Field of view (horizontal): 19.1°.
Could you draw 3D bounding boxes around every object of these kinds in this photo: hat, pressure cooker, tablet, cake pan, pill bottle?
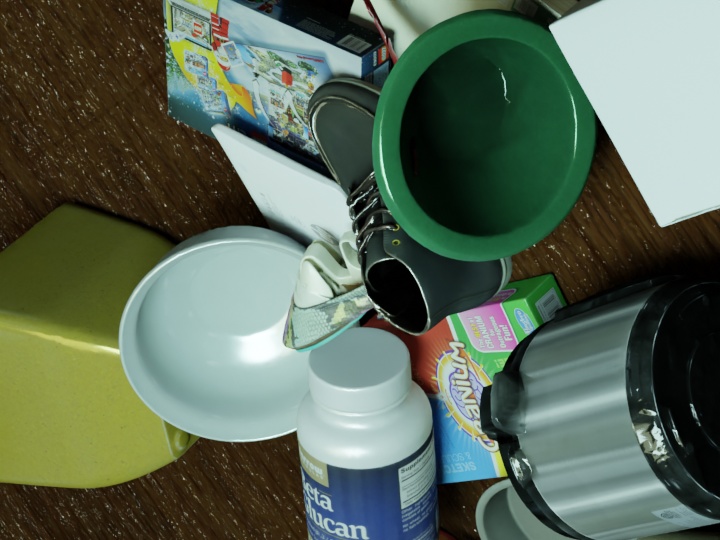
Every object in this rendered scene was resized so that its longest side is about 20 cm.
[{"bbox_3d":[0.063,-0.123,1.540,0.176,0.165,0.201,-141,51,-68],"label":"hat"},{"bbox_3d":[0.192,0.106,1.533,0.200,0.179,0.176,-21,106,49],"label":"pressure cooker"},{"bbox_3d":[-0.042,-0.042,1.703,0.130,0.014,0.200,28,164,26],"label":"tablet"},{"bbox_3d":[0.189,0.219,1.699,0.200,0.037,0.201,22,145,17],"label":"cake pan"},{"bbox_3d":[0.005,0.150,1.734,0.111,0.111,0.201,20,132,32],"label":"pill bottle"}]

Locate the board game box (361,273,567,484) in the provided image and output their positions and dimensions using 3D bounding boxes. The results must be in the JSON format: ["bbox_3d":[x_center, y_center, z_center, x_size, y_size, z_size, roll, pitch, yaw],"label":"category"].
[{"bbox_3d":[0.105,0.091,1.713,0.200,0.040,0.153,-14,109,48],"label":"board game box"}]

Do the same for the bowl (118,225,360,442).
[{"bbox_3d":[-0.100,0.037,1.774,0.200,0.091,0.202,-2,123,-2],"label":"bowl"}]

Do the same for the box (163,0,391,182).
[{"bbox_3d":[-0.066,-0.148,1.644,0.200,0.038,0.137,27,135,29],"label":"box"}]

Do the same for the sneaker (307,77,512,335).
[{"bbox_3d":[0.016,-0.050,1.519,0.200,0.106,0.075,49,129,10],"label":"sneaker"}]

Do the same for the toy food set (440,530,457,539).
[{"bbox_3d":[0.064,0.283,1.789,0.199,0.198,0.049,18,117,19],"label":"toy food set"}]

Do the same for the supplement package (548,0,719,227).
[{"bbox_3d":[0.250,-0.139,1.343,0.200,0.111,0.156,-19,105,49],"label":"supplement package"}]

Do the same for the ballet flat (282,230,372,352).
[{"bbox_3d":[0.000,0.000,1.644,0.200,0.069,0.071,-24,123,37],"label":"ballet flat"}]

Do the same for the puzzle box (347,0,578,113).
[{"bbox_3d":[0.087,-0.173,1.540,0.200,0.025,0.133,39,139,14],"label":"puzzle box"}]

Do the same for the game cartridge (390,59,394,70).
[{"bbox_3d":[0.033,-0.084,1.654,0.200,0.040,0.133,46,144,7],"label":"game cartridge"}]

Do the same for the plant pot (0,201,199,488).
[{"bbox_3d":[-0.221,0.076,1.907,0.199,0.194,0.196,8,125,33],"label":"plant pot"}]

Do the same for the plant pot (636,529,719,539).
[{"bbox_3d":[0.281,0.268,1.548,0.199,0.187,0.188,23,134,21],"label":"plant pot"}]
